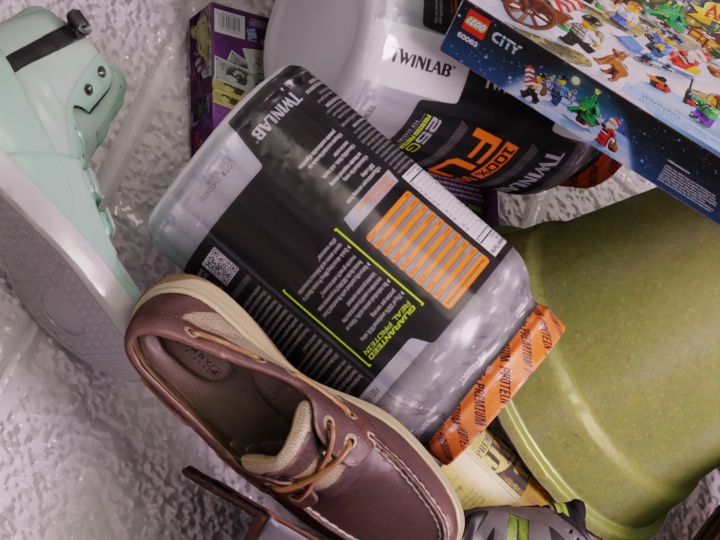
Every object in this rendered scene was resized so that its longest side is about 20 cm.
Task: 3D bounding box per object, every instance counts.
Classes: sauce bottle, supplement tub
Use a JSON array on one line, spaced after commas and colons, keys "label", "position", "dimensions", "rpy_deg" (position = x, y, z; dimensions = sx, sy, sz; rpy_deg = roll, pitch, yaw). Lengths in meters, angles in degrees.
[{"label": "sauce bottle", "position": [0.045, 0.105, 1.400], "dimensions": [0.200, 0.065, 0.065], "rpy_deg": [44, 50, -14]}, {"label": "supplement tub", "position": [0.000, 0.000, 1.312], "dimensions": [0.200, 0.123, 0.123], "rpy_deg": [42, 50, 2]}, {"label": "supplement tub", "position": [0.056, -0.112, 1.431], "dimensions": [0.200, 0.122, 0.123], "rpy_deg": [13, 63, -32]}]

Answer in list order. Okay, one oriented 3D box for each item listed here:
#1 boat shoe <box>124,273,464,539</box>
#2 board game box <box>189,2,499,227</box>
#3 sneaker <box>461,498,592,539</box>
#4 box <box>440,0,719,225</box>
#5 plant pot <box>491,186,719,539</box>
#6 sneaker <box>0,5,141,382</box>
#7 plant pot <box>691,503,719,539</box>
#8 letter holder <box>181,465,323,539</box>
[{"label": "boat shoe", "position": [-0.035, 0.084, 1.243], "dimensions": [0.200, 0.072, 0.072], "rpy_deg": [43, 16, -7]}, {"label": "board game box", "position": [-0.007, -0.073, 1.464], "dimensions": [0.200, 0.032, 0.120], "rpy_deg": [13, 60, -33]}, {"label": "sneaker", "position": [0.080, 0.149, 1.355], "dimensions": [0.199, 0.071, 0.083], "rpy_deg": [29, 88, -8]}, {"label": "box", "position": [0.158, -0.106, 1.350], "dimensions": [0.200, 0.038, 0.137], "rpy_deg": [33, 40, 8]}, {"label": "plant pot", "position": [0.187, 0.025, 1.424], "dimensions": [0.200, 0.184, 0.201], "rpy_deg": [40, 33, -33]}, {"label": "sneaker", "position": [-0.140, -0.047, 1.315], "dimensions": [0.118, 0.074, 0.201], "rpy_deg": [-38, 93, -35]}, {"label": "plant pot", "position": [0.215, 0.145, 1.432], "dimensions": [0.027, 0.200, 0.200], "rpy_deg": [39, 49, 5]}, {"label": "letter holder", "position": [-0.016, 0.194, 1.303], "dimensions": [0.200, 0.142, 0.101], "rpy_deg": [31, 86, -23]}]
